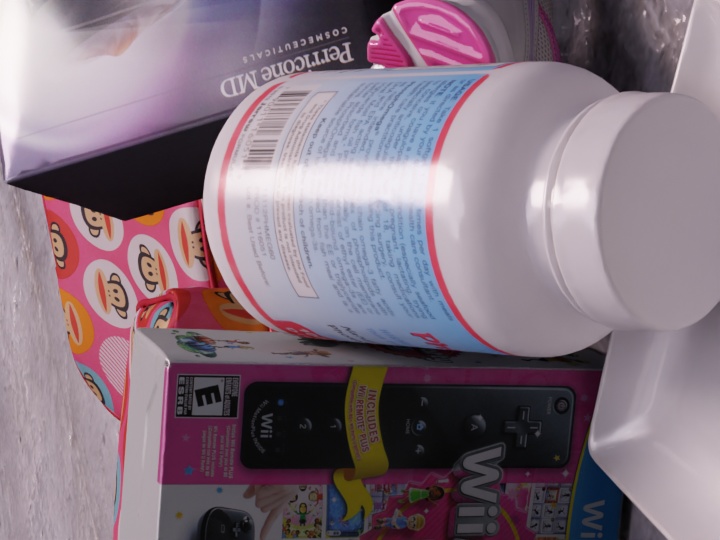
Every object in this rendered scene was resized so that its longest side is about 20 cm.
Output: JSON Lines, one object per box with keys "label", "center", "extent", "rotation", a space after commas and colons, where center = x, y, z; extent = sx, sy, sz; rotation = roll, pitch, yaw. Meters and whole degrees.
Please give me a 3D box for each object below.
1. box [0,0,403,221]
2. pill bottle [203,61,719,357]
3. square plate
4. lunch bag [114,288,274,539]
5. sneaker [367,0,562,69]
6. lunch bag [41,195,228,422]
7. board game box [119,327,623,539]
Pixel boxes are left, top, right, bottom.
{"label": "box", "center": [-0.073, -0.149, 1.031], "extent": [0.200, 0.123, 0.199], "rotation": [-15, 78, 21]}
{"label": "pill bottle", "center": [0.041, -0.023, 0.810], "extent": [0.200, 0.109, 0.109], "rotation": [4, 91, 48]}
{"label": "square plate", "center": [0.152, 0.021, 0.762], "extent": [0.198, 0.028, 0.200], "rotation": [-132, 48, -59]}
{"label": "lunch bag", "center": [-0.083, 0.111, 1.068], "extent": [0.176, 0.082, 0.200], "rotation": [163, 111, -75]}
{"label": "sneaker", "center": [0.059, -0.047, 0.942], "extent": [0.081, 0.088, 0.200], "rotation": [25, 137, 25]}
{"label": "lunch bag", "center": [-0.094, 0.007, 1.203], "extent": [0.176, 0.082, 0.200], "rotation": [19, 125, 44]}
{"label": "board game box", "center": [0.005, 0.103, 0.885], "extent": [0.064, 0.200, 0.148], "rotation": [-158, 71, -68]}
